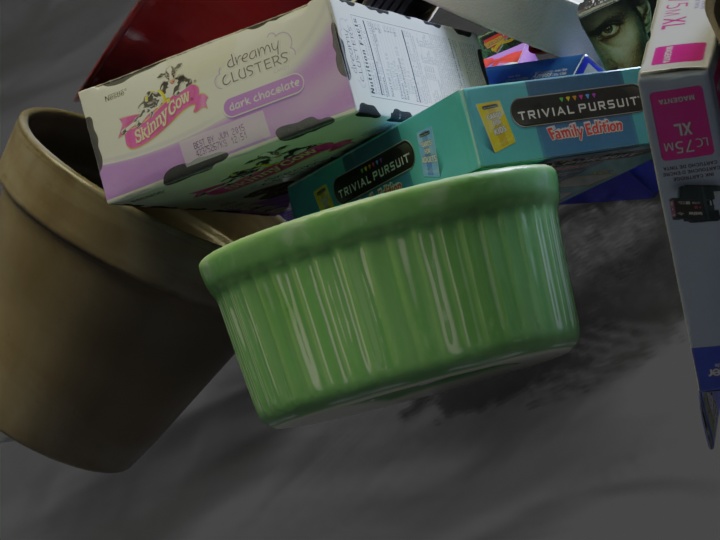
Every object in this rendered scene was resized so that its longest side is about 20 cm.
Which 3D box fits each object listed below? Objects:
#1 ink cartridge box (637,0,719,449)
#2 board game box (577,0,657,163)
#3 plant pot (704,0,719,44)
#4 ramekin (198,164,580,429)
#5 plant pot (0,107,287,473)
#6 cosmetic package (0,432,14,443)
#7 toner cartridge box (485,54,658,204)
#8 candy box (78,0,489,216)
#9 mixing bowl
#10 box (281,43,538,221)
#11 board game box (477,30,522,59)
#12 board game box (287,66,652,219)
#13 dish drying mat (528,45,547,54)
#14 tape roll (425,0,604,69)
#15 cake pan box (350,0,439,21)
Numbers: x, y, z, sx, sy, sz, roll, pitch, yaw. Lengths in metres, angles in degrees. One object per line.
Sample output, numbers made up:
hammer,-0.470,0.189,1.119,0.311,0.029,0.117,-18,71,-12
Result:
ink cartridge box,0.174,-0.028,1.380,0.042,0.200,0.119,-5,25,14
board game box,0.243,-0.134,1.635,0.200,0.135,0.028,-24,19,19
plant pot,0.294,-0.092,1.373,0.200,0.200,0.177,-24,6,10
ramekin,0.021,0.018,1.525,0.200,0.098,0.200,-15,-6,-1
plant pot,-0.155,0.021,1.737,0.174,0.200,0.200,-62,13,13
cosmetic package,-0.173,0.029,1.933,0.101,0.071,0.200,-10,27,48
toner cartridge box,0.098,-0.084,1.773,0.200,0.095,0.043,-2,53,54
candy box,-0.038,-0.091,1.647,0.168,0.072,0.200,-18,-9,25
mixing bowl,-0.084,-0.161,1.816,0.200,0.108,0.200,-56,5,8
box,0.027,-0.081,1.973,0.200,0.039,0.137,-22,21,25
board game box,0.182,-0.205,2.030,0.200,0.023,0.105,-25,4,26
board game box,0.072,-0.062,1.614,0.151,0.047,0.200,-9,-9,-32
dish drying mat,0.165,-0.171,1.951,0.077,0.018,0.200,-25,3,14
tape roll,0.073,-0.179,1.774,0.203,0.203,0.037,-130,62,-72
cake pan box,-0.025,-0.118,1.908,0.200,0.052,0.184,-45,10,39
